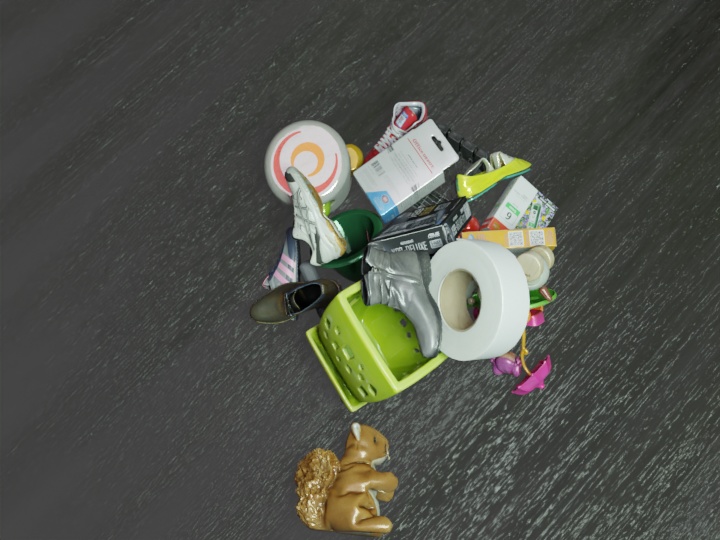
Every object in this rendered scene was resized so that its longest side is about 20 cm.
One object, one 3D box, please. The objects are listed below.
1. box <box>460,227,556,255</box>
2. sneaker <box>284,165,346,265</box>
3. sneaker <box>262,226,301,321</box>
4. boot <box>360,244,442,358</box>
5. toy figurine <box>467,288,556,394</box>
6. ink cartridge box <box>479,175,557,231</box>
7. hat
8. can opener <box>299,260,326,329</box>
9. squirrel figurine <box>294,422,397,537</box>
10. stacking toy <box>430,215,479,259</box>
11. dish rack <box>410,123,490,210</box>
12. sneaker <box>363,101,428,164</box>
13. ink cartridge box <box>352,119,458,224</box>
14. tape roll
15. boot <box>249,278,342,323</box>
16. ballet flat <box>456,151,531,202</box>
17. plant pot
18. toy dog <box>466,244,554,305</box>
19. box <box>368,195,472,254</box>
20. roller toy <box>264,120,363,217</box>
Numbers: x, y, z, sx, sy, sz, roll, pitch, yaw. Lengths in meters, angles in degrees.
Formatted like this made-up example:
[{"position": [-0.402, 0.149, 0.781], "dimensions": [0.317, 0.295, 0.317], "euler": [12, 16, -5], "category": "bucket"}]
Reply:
[{"position": [0.264, -0.044, 1.244], "dimensions": [0.194, 0.119, 0.043], "euler": [-1, 76, 3], "category": "box"}, {"position": [-0.109, -0.103, 1.267], "dimensions": [0.087, 0.076, 0.203], "euler": [-30, 85, 12], "category": "sneaker"}, {"position": [-0.165, 0.003, 1.352], "dimensions": [0.080, 0.070, 0.205], "euler": [0, 70, 2], "category": "sneaker"}, {"position": [0.064, 0.057, 1.121], "dimensions": [0.128, 0.070, 0.205], "euler": [0, 65, -23], "category": "boot"}, {"position": [0.287, 0.142, 1.241], "dimensions": [0.197, 0.149, 0.189], "euler": [-2, 102, 42], "category": "toy figurine"}, {"position": [0.308, -0.079, 1.331], "dimensions": [0.108, 0.050, 0.202], "euler": [37, 77, -8], "category": "ink cartridge box"}, {"position": [0.000, 0.000, 1.369], "dimensions": [0.162, 0.178, 0.202], "euler": [-20, 38, 10], "category": "hat"}, {"position": [-0.085, 0.080, 1.313], "dimensions": [0.065, 0.053, 0.205], "euler": [-18, 81, -7], "category": "can opener"}, {"position": [-0.029, 0.377, 1.187], "dimensions": [0.194, 0.142, 0.191], "euler": [3, 65, 3], "category": "squirrel figurine"}, {"position": [0.176, -0.035, 1.339], "dimensions": [0.085, 0.086, 0.200], "euler": [40, 72, 16], "category": "stacking toy"}, {"position": [0.172, -0.210, 1.404], "dimensions": [0.152, 0.055, 0.201], "euler": [36, 80, 16], "category": "dish rack"}, {"position": [0.071, -0.285, 1.404], "dimensions": [0.200, 0.113, 0.071], "euler": [-44, 73, -10], "category": "sneaker"}, {"position": [0.097, -0.205, 1.347], "dimensions": [0.198, 0.067, 0.117], "euler": [-34, 73, 1], "category": "ink cartridge box"}, {"position": [0.193, 0.050, 1.118], "dimensions": [0.069, 0.202, 0.207], "euler": [1, 66, -35], "category": "tape roll"}, {"position": [-0.139, 0.055, 1.255], "dimensions": [0.195, 0.097, 0.077], "euler": [-18, 82, 11], "category": "boot"}, {"position": [0.278, -0.209, 1.358], "dimensions": [0.197, 0.066, 0.068], "euler": [-27, 101, -23], "category": "ballet flat"}, {"position": [0.026, 0.132, 1.205], "dimensions": [0.198, 0.181, 0.201], "euler": [-25, 78, -44], "category": "plant pot"}, {"position": [0.269, 0.028, 1.167], "dimensions": [0.130, 0.199, 0.098], "euler": [-21, 88, -32], "category": "toy dog"}, {"position": [0.121, -0.079, 1.270], "dimensions": [0.154, 0.200, 0.051], "euler": [-12, 106, 28], "category": "box"}, {"position": [-0.106, -0.214, 1.382], "dimensions": [0.180, 0.140, 0.202], "euler": [32, 86, 7], "category": "roller toy"}]
